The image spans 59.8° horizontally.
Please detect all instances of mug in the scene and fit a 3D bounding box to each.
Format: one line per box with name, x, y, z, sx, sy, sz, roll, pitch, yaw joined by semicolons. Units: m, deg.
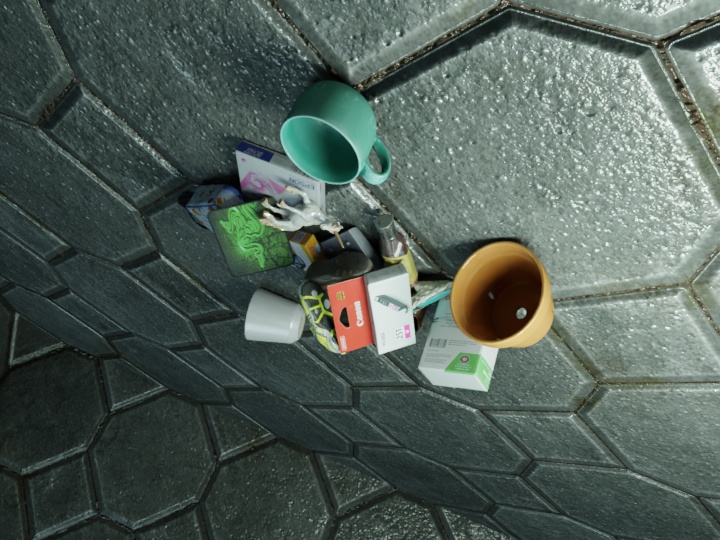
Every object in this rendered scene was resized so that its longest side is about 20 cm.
mug;-0.238;0.134;1.833;0.149;0.187;0.153;12;117;6
mug;-0.040;-0.234;1.078;0.149;0.116;0.186;-2;141;39

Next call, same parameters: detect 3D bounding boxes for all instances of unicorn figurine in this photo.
unicorn figurine;-0.125;-0.115;1.313;0.136;0.075;0.198;31;166;-33

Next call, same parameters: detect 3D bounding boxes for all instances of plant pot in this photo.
plant pot;0.293;0.063;1.230;0.196;0.205;0.139;-1;159;39

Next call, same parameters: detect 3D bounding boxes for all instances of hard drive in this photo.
hard drive;0.000;0.000;1.433;0.134;0.042;0.203;-18;107;52

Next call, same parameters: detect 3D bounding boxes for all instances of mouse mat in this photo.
mouse mat;-0.243;-0.070;1.415;0.157;0.008;0.203;-13;132;0

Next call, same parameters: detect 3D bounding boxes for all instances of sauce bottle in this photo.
sauce bottle;0.074;-0.039;1.348;0.065;0.067;0.202;7;146;29

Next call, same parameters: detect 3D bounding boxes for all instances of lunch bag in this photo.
lunch bag;-0.312;-0.129;1.475;0.198;0.077;0.160;9;153;50

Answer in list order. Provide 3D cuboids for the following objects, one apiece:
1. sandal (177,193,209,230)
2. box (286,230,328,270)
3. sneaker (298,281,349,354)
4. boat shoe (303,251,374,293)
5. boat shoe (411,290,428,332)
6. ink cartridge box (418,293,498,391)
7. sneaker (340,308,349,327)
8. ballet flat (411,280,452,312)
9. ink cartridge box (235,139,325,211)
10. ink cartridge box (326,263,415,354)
sandal;-0.378;-0.126;1.590;0.198;0.043;0.076;36;149;-16
box;-0.168;-0.057;1.512;0.197;0.042;0.120;21;153;38
sneaker;-0.094;0.115;1.425;0.075;0.076;0.203;-7;122;39
boat shoe;-0.040;0.012;1.398;0.197;0.077;0.072;-6;136;44
boat shoe;0.121;0.124;1.564;0.071;0.069;0.201;22;151;5
ink cartridge box;0.230;0.150;1.387;0.143;0.203;0.084;0;146;38
sneaker;-0.080;0.069;1.511;0.198;0.075;0.117;14;133;50
ballet flat;0.121;0.064;1.428;0.198;0.073;0.072;-35;121;22
ink cartridge box;-0.169;-0.172;1.355;0.192;0.044;0.202;20;149;10
ink cartridge box;0.027;0.097;1.355;0.169;0.044;0.204;-16;127;-9
